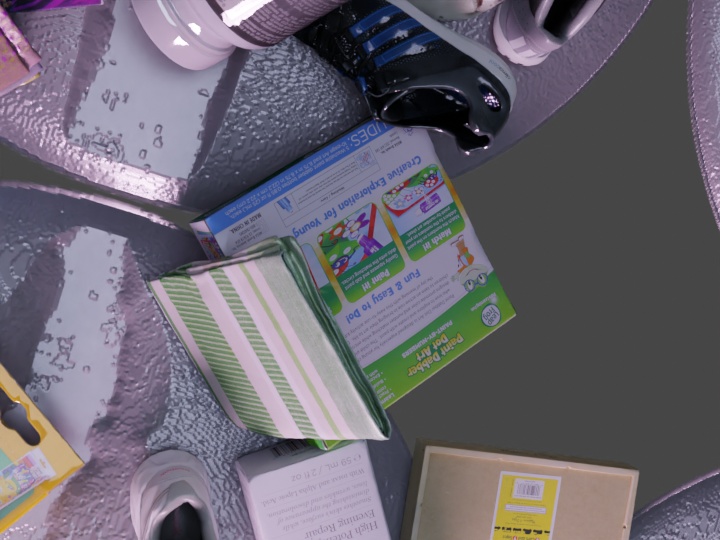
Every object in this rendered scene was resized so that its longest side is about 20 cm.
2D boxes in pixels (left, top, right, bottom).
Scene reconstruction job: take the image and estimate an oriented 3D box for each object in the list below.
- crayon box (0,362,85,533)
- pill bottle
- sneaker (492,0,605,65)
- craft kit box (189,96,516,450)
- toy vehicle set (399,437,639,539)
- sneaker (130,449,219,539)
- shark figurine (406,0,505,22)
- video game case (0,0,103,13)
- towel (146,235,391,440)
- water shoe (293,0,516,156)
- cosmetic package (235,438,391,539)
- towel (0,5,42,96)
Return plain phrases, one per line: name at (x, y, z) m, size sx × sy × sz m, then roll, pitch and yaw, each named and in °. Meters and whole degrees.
crayon box at (-0.318, 0.153, 0.845) m, size 0.200 × 0.052 × 0.126 m, roll -38°, pitch 103°, yaw -8°
pill bottle at (-0.058, -0.224, 0.802) m, size 0.199 × 0.116 × 0.117 m, roll -24°, pitch 104°, yaw 29°
sneaker at (0.174, -0.258, 0.903) m, size 0.074 × 0.115 × 0.202 m, roll 17°, pitch 91°, yaw -16°
craft kit box at (0.000, 0.000, 0.899) m, size 0.199 × 0.048 × 0.199 m, roll -32°, pitch 100°, yaw -23°
toy vehicle set at (0.133, 0.216, 0.983) m, size 0.198 × 0.026 × 0.126 m, roll 9°, pitch 93°, yaw -15°
sneaker at (-0.136, 0.244, 0.876) m, size 0.077 × 0.099 × 0.202 m, roll -10°, pitch 98°, yaw -13°
shark figurine at (0.019, -0.256, 0.897) m, size 0.214 × 0.128 × 0.090 m, roll 37°, pitch 59°, yaw 2°
video game case at (-0.261, -0.243, 0.703) m, size 0.198 × 0.036 × 0.183 m, roll -10°, pitch 126°, yaw -21°
towel at (-0.070, 0.054, 0.831) m, size 0.023 × 0.199 × 0.153 m, roll -36°, pitch 104°, yaw -33°
water shoe at (0.020, -0.155, 0.865) m, size 0.199 × 0.072 × 0.079 m, roll 23°, pitch 55°, yaw 3°
cosmetic package at (-0.025, 0.233, 0.920) m, size 0.101 × 0.074 × 0.202 m, roll -17°, pitch 98°, yaw -12°
towel at (-0.302, -0.157, 0.704) m, size 0.143 × 0.023 × 0.201 m, roll -32°, pitch 133°, yaw -2°
